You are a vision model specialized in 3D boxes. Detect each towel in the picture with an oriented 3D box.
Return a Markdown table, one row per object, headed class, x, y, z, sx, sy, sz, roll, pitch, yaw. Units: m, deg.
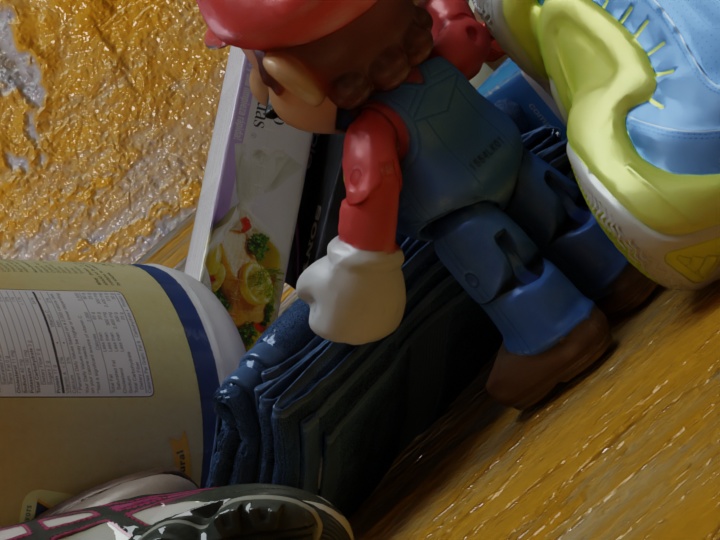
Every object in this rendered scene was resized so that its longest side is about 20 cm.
| class | x | y | z | sx | sy | sz | roll | pitch | yaw |
| --- | --- | --- | --- | --- | --- | --- | --- | --- | --- |
| towel | 0.014 | 0.028 | 1.062 | 0.200 | 0.048 | 0.112 | -47 | -22 | -39 |

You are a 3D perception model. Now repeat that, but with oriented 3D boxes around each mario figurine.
| class | x | y | z | sx | sy | sz | roll | pitch | yaw |
| --- | --- | --- | --- | --- | --- | --- | --- | --- | --- |
| mario figurine | 0.011 | -0.046 | 1.003 | 0.106 | 0.200 | 0.123 | -39 | 6 | 16 |

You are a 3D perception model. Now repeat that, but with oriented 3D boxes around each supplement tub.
| class | x | y | z | sx | sy | sz | roll | pitch | yaw |
| --- | --- | --- | --- | --- | --- | --- | --- | --- | --- |
| supplement tub | -0.156 | 0.067 | 1.105 | 0.200 | 0.145 | 0.144 | 1 | -20 | -32 |

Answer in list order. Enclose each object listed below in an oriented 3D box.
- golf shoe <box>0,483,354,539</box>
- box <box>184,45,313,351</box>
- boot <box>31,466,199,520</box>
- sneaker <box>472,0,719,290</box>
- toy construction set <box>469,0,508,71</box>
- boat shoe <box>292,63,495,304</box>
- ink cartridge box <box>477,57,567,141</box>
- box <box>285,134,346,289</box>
| class | x | y | z | sx | sy | sz | roll | pitch | yaw |
| --- | --- | --- | --- | --- | --- | --- | --- | --- | --- |
| golf shoe | -0.097 | 0.115 | 0.944 | 0.199 | 0.077 | 0.088 | -9 | 8 | 9 |
| box | -0.049 | -0.026 | 1.221 | 0.041 | 0.039 | 0.201 | 139 | 144 | -66 |
| boot | -0.120 | 0.163 | 0.989 | 0.200 | 0.070 | 0.146 | -46 | 16 | 2 |
| sneaker | 0.107 | -0.085 | 0.974 | 0.105 | 0.076 | 0.200 | -39 | 48 | 16 |
| toy construction set | 0.035 | -0.046 | 1.325 | 0.131 | 0.092 | 0.200 | -59 | 0 | -27 |
| boat shoe | 0.001 | -0.001 | 1.180 | 0.201 | 0.063 | 0.073 | -61 | 3 | 1 |
| ink cartridge box | 0.154 | -0.107 | 1.087 | 0.145 | 0.084 | 0.200 | -44 | 7 | -35 |
| box | -0.019 | -0.070 | 1.300 | 0.200 | 0.036 | 0.143 | -150 | 73 | -70 |
